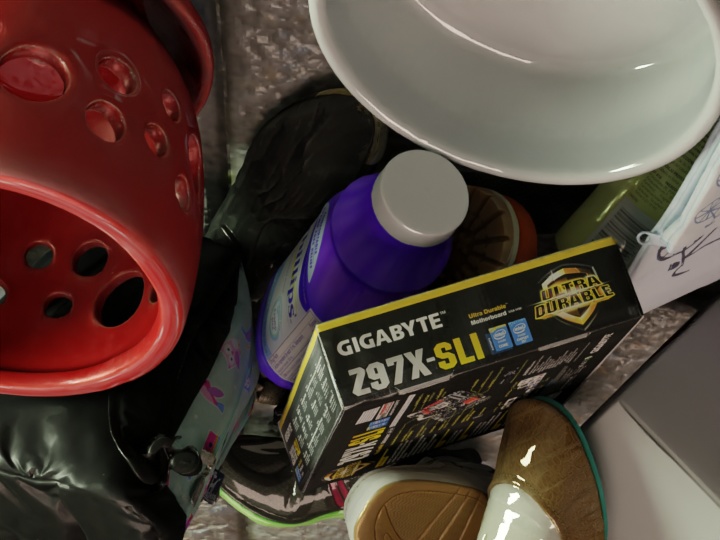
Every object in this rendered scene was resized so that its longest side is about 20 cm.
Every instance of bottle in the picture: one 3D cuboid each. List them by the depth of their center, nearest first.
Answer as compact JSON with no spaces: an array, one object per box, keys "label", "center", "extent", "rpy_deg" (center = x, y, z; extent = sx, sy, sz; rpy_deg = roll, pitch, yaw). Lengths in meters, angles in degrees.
[{"label":"bottle","center":[0.000,0.000,1.088],"extent":[0.065,0.084,0.200],"rpy_deg":[18,153,-12]}]

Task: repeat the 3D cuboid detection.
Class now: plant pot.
[{"label":"plant pot","center":[-0.175,-0.061,1.041],"extent":[0.200,0.183,0.201],"rpy_deg":[3,144,2]}]

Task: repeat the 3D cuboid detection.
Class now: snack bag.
[{"label":"snack bag","center":[0.221,-0.047,1.051],"extent":[0.188,0.021,0.200],"rpy_deg":[-22,156,-28]}]

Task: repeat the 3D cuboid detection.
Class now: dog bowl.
[{"label":"dog bowl","center":[0.081,-0.133,0.959],"extent":[0.200,0.079,0.200],"rpy_deg":[14,145,10]}]

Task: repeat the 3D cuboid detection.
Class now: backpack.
[{"label":"backpack","center":[-0.137,0.069,1.153],"extent":[0.167,0.200,0.127],"rpy_deg":[15,137,14]}]

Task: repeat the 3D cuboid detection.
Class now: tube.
[{"label":"tube","center":[0.183,-0.071,1.063],"extent":[0.200,0.052,0.058],"rpy_deg":[-49,160,24]}]

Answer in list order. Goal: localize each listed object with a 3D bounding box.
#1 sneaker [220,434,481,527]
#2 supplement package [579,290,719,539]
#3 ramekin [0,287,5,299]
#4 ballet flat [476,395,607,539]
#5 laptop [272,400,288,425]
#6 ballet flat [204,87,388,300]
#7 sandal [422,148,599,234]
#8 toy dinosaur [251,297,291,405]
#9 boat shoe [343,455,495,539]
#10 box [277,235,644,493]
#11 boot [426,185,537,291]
[{"label":"sneaker","center":[-0.008,0.134,1.421],"extent":[0.199,0.077,0.084],"rpy_deg":[6,129,-6]},{"label":"supplement package","center":[0.210,0.088,1.166],"extent":[0.120,0.200,0.121],"rpy_deg":[46,142,6]},{"label":"ramekin","center":[-0.271,0.040,1.239],"extent":[0.200,0.098,0.201],"rpy_deg":[22,156,10]},{"label":"ballet flat","center":[0.095,0.161,1.116],"extent":[0.068,0.072,0.200],"rpy_deg":[27,142,37]},{"label":"laptop","center":[0.052,0.115,1.277],"extent":[0.199,0.104,0.177],"rpy_deg":[-12,174,-4]},{"label":"ballet flat","center":[-0.035,-0.047,1.173],"extent":[0.057,0.067,0.200],"rpy_deg":[-22,165,-37]},{"label":"sandal","center":[0.128,-0.053,1.143],"extent":[0.200,0.043,0.076],"rpy_deg":[2,155,-3]},{"label":"toy dinosaur","center":[-0.045,0.057,1.288],"extent":[0.102,0.077,0.200],"rpy_deg":[9,158,-36]},{"label":"boat shoe","center":[0.048,0.138,1.163],"extent":[0.071,0.069,0.200],"rpy_deg":[-53,142,11]},{"label":"box","center":[0.046,0.053,1.074],"extent":[0.159,0.049,0.200],"rpy_deg":[-15,165,-12]},{"label":"boot","center":[0.070,0.003,1.152],"extent":[0.107,0.075,0.200],"rpy_deg":[-3,163,-20]}]
